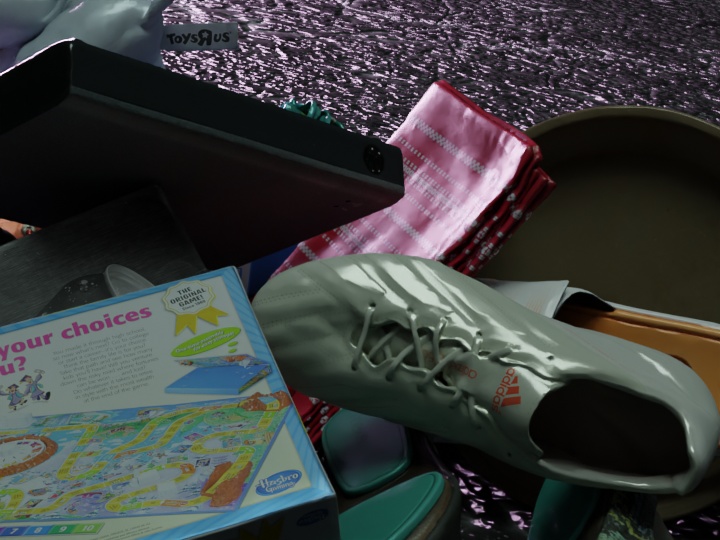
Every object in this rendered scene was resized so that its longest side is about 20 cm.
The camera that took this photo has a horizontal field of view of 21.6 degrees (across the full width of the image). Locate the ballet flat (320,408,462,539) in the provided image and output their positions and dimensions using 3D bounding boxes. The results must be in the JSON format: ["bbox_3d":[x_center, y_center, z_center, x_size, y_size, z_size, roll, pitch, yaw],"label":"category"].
[{"bbox_3d":[0.018,0.107,0.758,0.068,0.069,0.200,-28,12,10],"label":"ballet flat"}]

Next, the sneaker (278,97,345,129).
[{"bbox_3d":[-0.032,-0.072,1.246,0.198,0.080,0.078,1,20,-19],"label":"sneaker"}]

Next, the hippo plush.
[{"bbox_3d":[-0.189,-0.098,1.233,0.198,0.160,0.162,-2,46,21],"label":"hippo plush"}]

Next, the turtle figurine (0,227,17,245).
[{"bbox_3d":[-0.189,0.021,0.900,0.198,0.101,0.150,11,27,-20],"label":"turtle figurine"}]

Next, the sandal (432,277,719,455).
[{"bbox_3d":[0.095,0.040,0.854,0.205,0.080,0.059,3,-11,14],"label":"sandal"}]

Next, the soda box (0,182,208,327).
[{"bbox_3d":[-0.161,0.033,0.814,0.199,0.071,0.063,-26,-6,-34],"label":"soda box"}]

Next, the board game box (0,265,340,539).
[{"bbox_3d":[-0.121,0.075,0.690,0.198,0.034,0.135,-15,42,-11],"label":"board game box"}]

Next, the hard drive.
[{"bbox_3d":[-0.097,-0.048,0.877,0.139,0.033,0.199,-20,-25,41],"label":"hard drive"}]

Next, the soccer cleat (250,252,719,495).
[{"bbox_3d":[0.049,0.042,0.759,0.198,0.070,0.078,15,16,4],"label":"soccer cleat"}]

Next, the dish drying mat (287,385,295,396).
[{"bbox_3d":[-0.095,0.078,0.782,0.076,0.018,0.200,10,20,17],"label":"dish drying mat"}]

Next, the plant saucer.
[{"bbox_3d":[0.123,0.021,0.897,0.198,0.202,0.029,12,-10,15],"label":"plant saucer"}]

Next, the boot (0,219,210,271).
[{"bbox_3d":[-0.179,-0.008,1.032,0.198,0.076,0.107,2,21,11],"label":"boot"}]

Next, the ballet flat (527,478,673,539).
[{"bbox_3d":[0.101,0.131,0.755,0.074,0.075,0.200,9,21,6],"label":"ballet flat"}]

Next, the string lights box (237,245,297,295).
[{"bbox_3d":[-0.008,-0.025,1.151,0.198,0.059,0.103,1,19,-19],"label":"string lights box"}]

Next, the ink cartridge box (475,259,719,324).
[{"bbox_3d":[0.128,0.031,0.994,0.198,0.085,0.146,11,16,15],"label":"ink cartridge box"}]

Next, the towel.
[{"bbox_3d":[0.000,0.000,0.910,0.022,0.200,0.145,40,5,-27],"label":"towel"}]
